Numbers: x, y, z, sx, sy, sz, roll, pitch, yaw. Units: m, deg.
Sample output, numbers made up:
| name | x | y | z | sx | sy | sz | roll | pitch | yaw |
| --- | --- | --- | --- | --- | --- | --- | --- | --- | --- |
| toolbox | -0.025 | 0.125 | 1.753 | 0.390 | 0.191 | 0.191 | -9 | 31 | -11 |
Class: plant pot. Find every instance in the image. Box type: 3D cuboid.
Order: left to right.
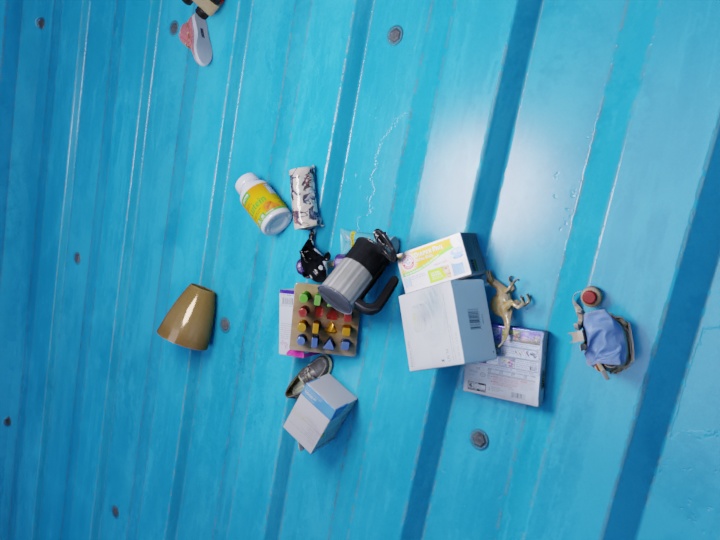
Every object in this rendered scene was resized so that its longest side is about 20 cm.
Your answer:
| name | x | y | z | sx | sy | sz | roll | pitch | yaw |
| --- | --- | --- | --- | --- | --- | --- | --- | --- | --- |
| plant pot | -0.593 | 0.155 | 2.042 | 0.186 | 0.186 | 0.201 | 23 | 91 | 32 |

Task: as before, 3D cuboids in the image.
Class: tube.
| name | x | y | z | sx | sy | sz | roll | pitch | yaw |
| --- | --- | --- | --- | --- | --- | --- | --- | --- | --- |
| tube | 0.019 | -0.079 | 1.672 | 0.199 | 0.050 | 0.078 | 6 | 96 | 39 |

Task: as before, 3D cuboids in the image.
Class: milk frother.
| name | x | y | z | sx | sy | sz | roll | pitch | yaw |
| --- | --- | --- | --- | --- | --- | --- | --- | --- | --- |
| milk frother | 0.000 | 0.000 | 1.539 | 0.180 | 0.200 | 0.188 | 25 | 63 | 27 |

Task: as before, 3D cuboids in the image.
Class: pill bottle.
| name | x | y | z | sx | sy | sz | roll | pitch | yaw |
| --- | --- | --- | --- | --- | --- | --- | --- | --- | --- |
| pill bottle | -0.318 | -0.219 | 1.857 | 0.200 | 0.111 | 0.111 | 50 | 118 | 22 |

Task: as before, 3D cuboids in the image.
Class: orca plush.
| name | x | y | z | sx | sy | sz | roll | pitch | yaw |
| --- | --- | --- | --- | --- | --- | --- | --- | --- | --- |
| orca plush | -0.148 | -0.050 | 1.717 | 0.105 | 0.071 | 0.201 | -25 | 45 | 22 |

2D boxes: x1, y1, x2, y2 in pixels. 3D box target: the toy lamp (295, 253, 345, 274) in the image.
| name | x | y | z | sx | sy | sz | roll | pitch | yaw |
| --- | --- | --- | --- | --- | --- | --- | --- | --- | --- |
| toy lamp | -0.105 | -0.018 | 1.753 | 0.199 | 0.058 | 0.059 | -3 | 90 | 37 |

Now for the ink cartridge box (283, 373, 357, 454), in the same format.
| name | x | y | z | sx | sy | sz | roll | pitch | yaw |
| --- | --- | --- | --- | --- | --- | --- | --- | --- | --- |
| ink cartridge box | -0.127 | 0.437 | 1.736 | 0.125 | 0.128 | 0.201 | 38 | 111 | 22 |

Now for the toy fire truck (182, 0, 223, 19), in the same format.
| name | x | y | z | sx | sy | sz | roll | pitch | yaw |
| --- | --- | --- | --- | --- | --- | --- | --- | --- | --- |
| toy fire truck | -0.560 | -0.973 | 1.992 | 0.128 | 0.176 | 0.201 | -36 | 30 | 31 |

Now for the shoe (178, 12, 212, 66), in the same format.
| name | x | y | z | sx | sy | sz | roll | pitch | yaw |
| --- | --- | --- | --- | --- | --- | --- | --- | --- | --- |
| shoe | -0.586 | -0.803 | 2.049 | 0.091 | 0.071 | 0.202 | -17 | 77 | 36 |

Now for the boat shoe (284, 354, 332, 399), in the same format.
| name | x | y | z | sx | sy | sz | roll | pitch | yaw |
| --- | --- | --- | --- | --- | --- | --- | --- | --- | --- |
| boat shoe | -0.164 | 0.339 | 1.801 | 0.201 | 0.066 | 0.072 | -48 | 66 | 27 |

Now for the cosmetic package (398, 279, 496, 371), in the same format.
| name | x | y | z | sx | sy | sz | roll | pitch | yaw |
| --- | --- | --- | --- | --- | --- | --- | --- | --- | --- |
| cosmetic package | 0.213 | 0.141 | 1.454 | 0.200 | 0.122 | 0.201 | -22 | 72 | 52 |

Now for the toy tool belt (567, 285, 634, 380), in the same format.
| name | x | y | z | sx | sy | sz | roll | pitch | yaw |
| --- | --- | --- | --- | --- | --- | --- | --- | --- | --- |
| toy tool belt | 0.525 | 0.134 | 1.275 | 0.124 | 0.123 | 0.201 | -20 | 80 | 34 |

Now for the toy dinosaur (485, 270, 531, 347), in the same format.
| name | x | y | z | sx | sy | sz | roll | pitch | yaw |
| --- | --- | --- | --- | --- | --- | --- | --- | --- | --- |
| toy dinosaur | 0.366 | 0.086 | 1.424 | 0.101 | 0.058 | 0.201 | -29 | 56 | 36 |

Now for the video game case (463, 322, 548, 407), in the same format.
| name | x | y | z | sx | sy | sz | roll | pitch | yaw |
| --- | --- | --- | --- | --- | --- | --- | --- | --- | --- |
| video game case | 0.360 | 0.227 | 1.442 | 0.199 | 0.045 | 0.183 | 6 | 96 | 35 |

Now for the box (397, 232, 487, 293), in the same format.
| name | x | y | z | sx | sy | sz | roll | pitch | yaw |
| --- | --- | --- | --- | --- | --- | --- | --- | --- | --- |
| box | 0.208 | -0.018 | 1.504 | 0.199 | 0.101 | 0.113 | -20 | 81 | 34 |

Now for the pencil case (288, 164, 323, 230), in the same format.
| name | x | y | z | sx | sy | sz | roll | pitch | yaw |
| --- | --- | --- | --- | --- | --- | --- | --- | --- | --- |
| pencil case | -0.169 | -0.225 | 1.775 | 0.078 | 0.089 | 0.202 | -11 | 85 | 63 |

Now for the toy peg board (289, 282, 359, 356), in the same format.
| name | x | y | z | sx | sy | sz | roll | pitch | yaw |
| --- | --- | --- | --- | --- | --- | --- | --- | --- | --- |
| toy peg board | -0.104 | 0.147 | 1.670 | 0.198 | 0.098 | 0.201 | 6 | 93 | 1 |

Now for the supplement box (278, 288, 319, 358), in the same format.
| name | x | y | z | sx | sy | sz | roll | pitch | yaw |
| --- | --- | --- | --- | --- | --- | --- | --- | --- | --- |
| supplement box | -0.184 | 0.160 | 1.786 | 0.101 | 0.103 | 0.202 | 4 | 93 | 34 |
